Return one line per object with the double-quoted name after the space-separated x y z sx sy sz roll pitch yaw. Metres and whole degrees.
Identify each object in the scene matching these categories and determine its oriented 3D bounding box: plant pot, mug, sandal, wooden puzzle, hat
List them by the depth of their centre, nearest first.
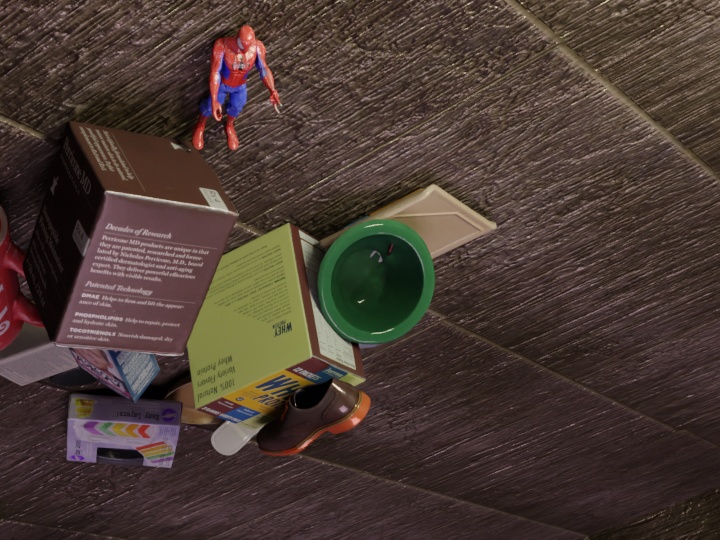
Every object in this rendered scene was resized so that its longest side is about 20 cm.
-0.459 -0.003 1.646 0.176 0.134 0.200 -11 149 -18 "mug"
0.066 -0.055 1.850 0.184 0.037 0.200 -25 155 25 "wooden puzzle"
0.000 0.000 1.857 0.165 0.176 0.201 -22 115 -11 "hat"
-0.368 0.119 2.007 0.199 0.045 0.075 -24 160 -9 "sandal"
-0.232 0.203 2.228 0.198 0.028 0.200 -10 153 -5 "plant pot"

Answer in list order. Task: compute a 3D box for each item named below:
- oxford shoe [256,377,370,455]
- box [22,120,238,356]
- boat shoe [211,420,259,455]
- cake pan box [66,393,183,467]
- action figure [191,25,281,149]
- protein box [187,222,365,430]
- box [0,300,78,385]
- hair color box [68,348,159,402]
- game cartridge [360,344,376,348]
-0.078 0.188 1.798 0.199 0.071 0.072 -29 121 36 "oxford shoe"
-0.266 -0.034 1.534 0.163 0.166 0.201 8 118 -32 "box"
-0.168 0.236 2.247 0.200 0.073 0.062 -37 -172 28 "boat shoe"
-0.394 0.267 2.231 0.183 0.053 0.200 8 150 -10 "cake pan box"
-0.137 -0.179 1.465 0.065 0.100 0.200 -3 149 -19 "action figure"
-0.123 0.080 1.845 0.198 0.201 0.135 -25 150 24 "protein box"
-0.413 0.085 1.872 0.199 0.078 0.095 -18 152 13 "box"
-0.322 0.088 1.700 0.100 0.061 0.200 30 159 14 "hair color box"
-0.014 0.072 2.043 0.132 0.042 0.200 0 155 -9 "game cartridge"
